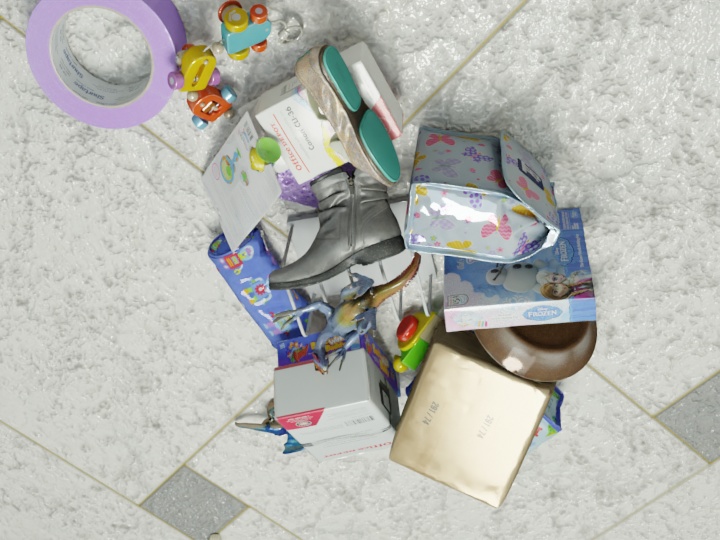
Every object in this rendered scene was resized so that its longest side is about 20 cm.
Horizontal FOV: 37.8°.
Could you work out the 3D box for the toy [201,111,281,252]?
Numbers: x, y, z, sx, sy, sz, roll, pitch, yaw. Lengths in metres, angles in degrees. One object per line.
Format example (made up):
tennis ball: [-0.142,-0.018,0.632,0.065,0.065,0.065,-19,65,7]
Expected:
toy: [-0.148,-0.118,1.409,0.047,0.117,0.200,-19,168,-28]

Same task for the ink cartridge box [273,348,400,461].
ink cartridge box: [-0.030,0.204,1.557,0.142,0.085,0.201,-13,150,11]

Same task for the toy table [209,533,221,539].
toy table: [-0.262,0.594,1.945,0.196,0.118,0.187,4,125,1]

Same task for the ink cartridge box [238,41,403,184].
ink cartridge box: [-0.056,-0.194,1.363,0.197,0.068,0.117,-24,119,19]

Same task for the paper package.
paper package: [0.160,0.204,1.508,0.188,0.103,0.203,23,110,9]

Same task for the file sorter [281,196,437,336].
file sorter: [0.000,0.000,1.497,0.196,0.125,0.141,-9,125,11]

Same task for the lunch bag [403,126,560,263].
lunch bag: [0.162,-0.103,1.382,0.196,0.171,0.129,10,123,2]

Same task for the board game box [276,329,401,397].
board game box: [-0.029,0.153,1.602,0.132,0.046,0.200,-14,150,13]

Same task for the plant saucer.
plant saucer: [0.247,0.055,1.466,0.197,0.203,0.037,17,147,-7]

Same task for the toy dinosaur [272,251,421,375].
toy dinosaur: [-0.010,0.076,1.417,0.197,0.107,0.182,-19,167,-16]

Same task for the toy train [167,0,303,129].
toy train: [-0.175,-0.273,1.354,0.199,0.149,0.056,-41,69,21]

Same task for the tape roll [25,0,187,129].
tape roll: [-0.327,-0.288,1.360,0.196,0.066,0.203,3,126,4]

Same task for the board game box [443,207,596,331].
board game box: [0.211,-0.004,1.427,0.195,0.202,0.044,-6,127,9]

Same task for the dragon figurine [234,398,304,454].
dragon figurine: [-0.112,0.261,1.730,0.197,0.059,0.100,-23,120,18]

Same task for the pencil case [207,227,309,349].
pencil case: [-0.143,0.021,1.554,0.086,0.078,0.201,-32,118,1]

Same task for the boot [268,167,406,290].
boot: [-0.045,-0.058,1.389,0.197,0.070,0.134,-20,93,0]

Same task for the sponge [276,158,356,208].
sponge: [-0.048,-0.177,1.434,0.109,0.030,0.203,13,124,-5]

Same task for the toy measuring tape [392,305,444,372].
toy measuring tape: [0.112,0.070,1.587,0.073,0.074,0.201,34,99,-18]

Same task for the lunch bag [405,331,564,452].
lunch bag: [0.192,0.203,1.629,0.200,0.128,0.170,43,118,-10]

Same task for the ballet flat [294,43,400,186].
ballet flat: [-0.019,-0.186,1.296,0.066,0.068,0.202,-12,119,34]
